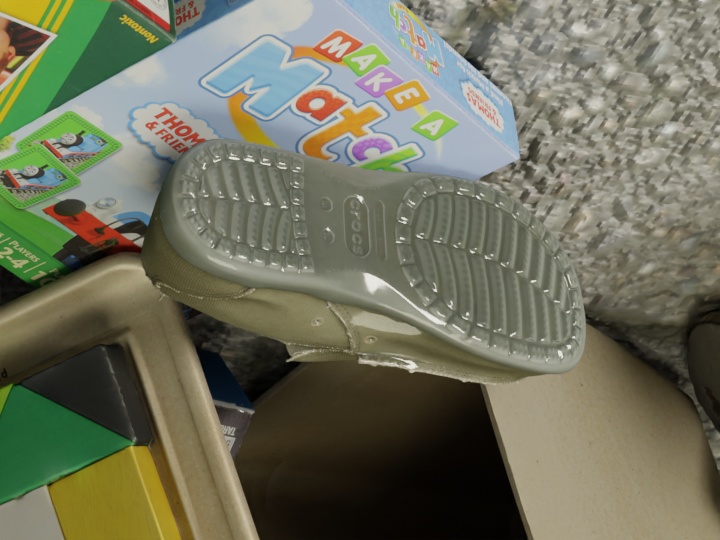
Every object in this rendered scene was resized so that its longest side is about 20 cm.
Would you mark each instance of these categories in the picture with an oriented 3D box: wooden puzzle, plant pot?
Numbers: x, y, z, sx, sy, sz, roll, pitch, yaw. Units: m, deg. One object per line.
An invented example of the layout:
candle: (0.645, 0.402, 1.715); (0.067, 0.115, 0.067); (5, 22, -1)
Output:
wooden puzzle: (-0.130, 0.116, 1.220); (0.184, 0.201, 0.037); (-24, 172, 22)
plant pot: (0.066, 0.136, 1.346); (0.176, 0.201, 0.200); (9, 144, -40)

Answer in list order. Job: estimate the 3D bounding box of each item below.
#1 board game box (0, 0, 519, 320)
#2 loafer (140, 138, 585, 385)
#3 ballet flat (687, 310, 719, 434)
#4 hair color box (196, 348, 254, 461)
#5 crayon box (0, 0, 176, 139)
board game box: (-0.061, -0.050, 1.184); (0.199, 0.037, 0.151); (-27, 140, 24)
loafer: (0.000, 0.000, 1.184); (0.199, 0.076, 0.070); (19, 150, -27)
ballet flat: (0.209, 0.081, 1.393); (0.067, 0.046, 0.200); (20, 152, 49)
hair color box: (-0.132, 0.125, 1.319); (0.100, 0.061, 0.201); (15, 109, -27)
crayon box: (-0.194, -0.109, 1.058); (0.172, 0.059, 0.200); (-27, 140, 27)
